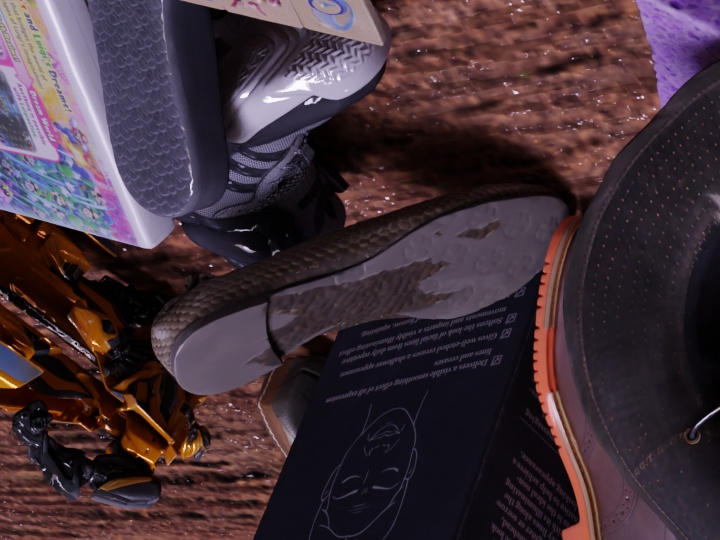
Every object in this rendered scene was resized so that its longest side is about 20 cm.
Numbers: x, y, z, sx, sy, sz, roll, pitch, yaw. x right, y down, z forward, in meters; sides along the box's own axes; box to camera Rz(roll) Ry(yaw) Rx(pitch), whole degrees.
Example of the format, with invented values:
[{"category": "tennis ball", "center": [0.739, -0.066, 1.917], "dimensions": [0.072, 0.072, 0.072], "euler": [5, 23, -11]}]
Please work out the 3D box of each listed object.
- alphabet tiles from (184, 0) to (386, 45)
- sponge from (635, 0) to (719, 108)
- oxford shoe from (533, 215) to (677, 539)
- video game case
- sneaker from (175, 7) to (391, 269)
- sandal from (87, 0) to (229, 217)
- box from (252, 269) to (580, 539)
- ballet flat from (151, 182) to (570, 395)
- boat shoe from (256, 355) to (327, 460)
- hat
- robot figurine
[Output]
[{"category": "alphabet tiles", "center": [-0.100, -0.143, 0.641], "dimensions": [0.199, 0.008, 0.167], "euler": [16, 160, 24]}, {"category": "sponge", "center": [0.191, -0.043, 0.675], "dimensions": [0.199, 0.030, 0.112], "euler": [32, 172, 20]}, {"category": "oxford shoe", "center": [0.127, 0.072, 0.837], "dimensions": [0.072, 0.201, 0.071], "euler": [-11, 176, 33]}, {"category": "video game case", "center": [-0.180, -0.108, 0.827], "dimensions": [0.181, 0.024, 0.201], "euler": [14, 136, 37]}, {"category": "sneaker", "center": [-0.033, -0.057, 0.834], "dimensions": [0.114, 0.076, 0.199], "euler": [42, 148, -27]}, {"category": "sandal", "center": [-0.079, -0.122, 0.748], "dimensions": [0.076, 0.043, 0.201], "euler": [23, 124, 42]}, {"category": "box", "center": [0.043, 0.114, 0.906], "dimensions": [0.148, 0.201, 0.107], "euler": [-17, 130, 44]}, {"category": "ballet flat", "center": [0.000, 0.000, 0.835], "dimensions": [0.046, 0.199, 0.068], "euler": [-127, 23, -46]}, {"category": "boat shoe", "center": [0.002, 0.126, 1.060], "dimensions": [0.074, 0.076, 0.200], "euler": [-7, 135, 42]}, {"category": "hat", "center": [0.170, 0.020, 0.626], "dimensions": [0.200, 0.202, 0.081], "euler": [-11, 172, 40]}, {"category": "robot figurine", "center": [-0.155, 0.032, 0.972], "dimensions": [0.200, 0.145, 0.058], "euler": [37, 133, -11]}]
